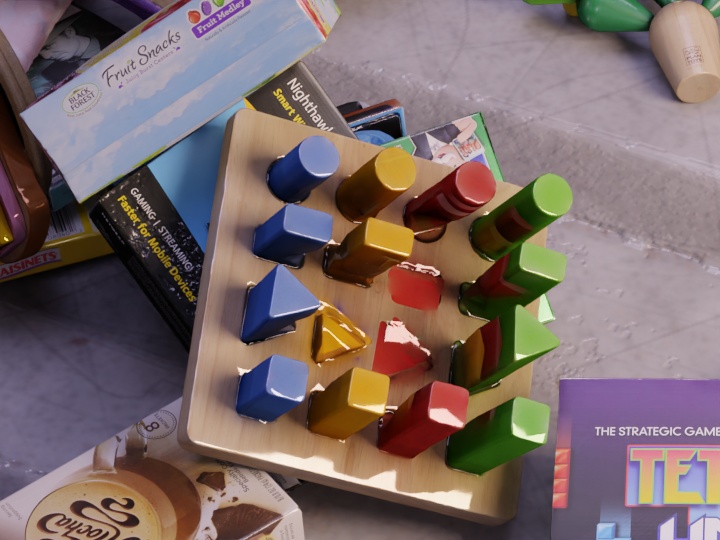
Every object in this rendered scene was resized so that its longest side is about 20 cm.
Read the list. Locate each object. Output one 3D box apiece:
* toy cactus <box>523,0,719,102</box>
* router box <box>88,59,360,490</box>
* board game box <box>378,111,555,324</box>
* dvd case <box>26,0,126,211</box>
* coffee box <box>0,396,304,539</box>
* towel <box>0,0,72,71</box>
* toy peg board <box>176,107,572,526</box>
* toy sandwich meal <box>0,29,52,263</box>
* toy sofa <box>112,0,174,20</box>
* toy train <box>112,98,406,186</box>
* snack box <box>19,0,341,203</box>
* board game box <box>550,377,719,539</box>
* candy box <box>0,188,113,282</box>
[{"bbox_3d":[0.209,-0.188,1.883,0.200,0.102,0.165,-5,54,-10],"label":"toy cactus"},{"bbox_3d":[-0.039,0.003,1.646,0.149,0.051,0.200,-36,90,-16],"label":"router box"},{"bbox_3d":[0.000,0.000,1.697,0.200,0.029,0.135,-19,87,-12],"label":"board game box"},{"bbox_3d":[-0.197,-0.113,1.869,0.146,0.022,0.200,-30,41,-27],"label":"dvd case"},{"bbox_3d":[-0.141,0.169,1.561,0.200,0.080,0.113,-30,50,-22],"label":"coffee box"},{"bbox_3d":[-0.294,-0.163,1.918,0.191,0.032,0.200,-1,33,15],"label":"towel"},{"bbox_3d":[0.021,0.015,1.568,0.199,0.098,0.200,16,67,-20],"label":"toy peg board"},{"bbox_3d":[-0.257,-0.092,1.734,0.070,0.205,0.205,-30,49,-25],"label":"toy sandwich meal"},{"bbox_3d":[-0.179,-0.211,1.872,0.200,0.098,0.083,30,35,-6],"label":"toy sofa"},{"bbox_3d":[-0.056,-0.051,1.773,0.200,0.087,0.114,-20,40,-13],"label":"toy train"},{"bbox_3d":[-0.100,-0.121,1.650,0.169,0.068,0.200,-33,6,6],"label":"snack box"},{"bbox_3d":[0.202,0.141,1.539,0.200,0.057,0.166,0,59,9],"label":"board game box"},{"bbox_3d":[-0.258,-0.026,1.812,0.200,0.026,0.102,-15,43,-8],"label":"candy box"}]
